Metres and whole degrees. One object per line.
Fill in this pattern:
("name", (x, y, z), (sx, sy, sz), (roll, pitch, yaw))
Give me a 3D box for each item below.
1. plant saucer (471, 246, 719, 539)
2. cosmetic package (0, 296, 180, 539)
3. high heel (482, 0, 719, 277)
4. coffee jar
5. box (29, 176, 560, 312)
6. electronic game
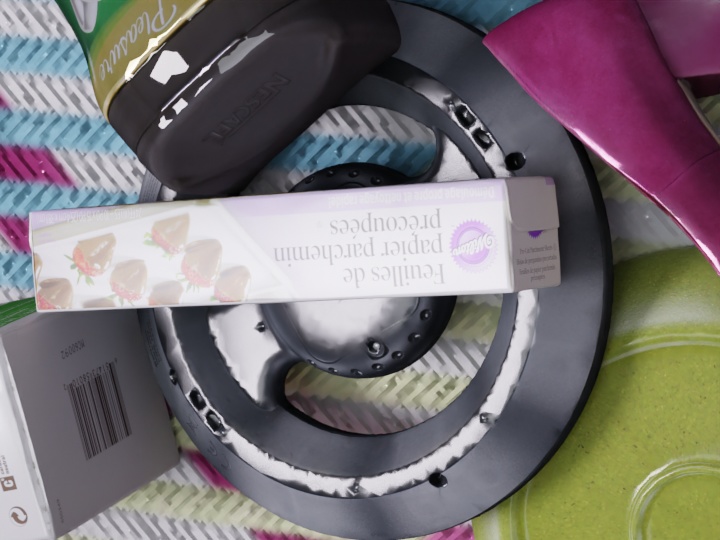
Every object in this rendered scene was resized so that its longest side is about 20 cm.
("plant saucer", (0.127, 0.092, 0.845), (0.200, 0.031, 0.200), (6, 104, 23))
("cosmetic package", (-0.187, 0.069, 0.936), (0.200, 0.108, 0.085), (-11, 98, 24))
("high heel", (0.104, -0.003, 0.782), (0.096, 0.067, 0.200), (-12, 80, 7))
("coffee jar", (-0.074, -0.128, 0.829), (0.104, 0.085, 0.200), (-40, 72, 24))
("box", (-0.027, -0.008, 0.835), (0.200, 0.041, 0.039), (-3, 93, 31))
("electronic game", (0.000, 0.000, 0.867), (0.200, 0.042, 0.200), (3, 96, 29))
